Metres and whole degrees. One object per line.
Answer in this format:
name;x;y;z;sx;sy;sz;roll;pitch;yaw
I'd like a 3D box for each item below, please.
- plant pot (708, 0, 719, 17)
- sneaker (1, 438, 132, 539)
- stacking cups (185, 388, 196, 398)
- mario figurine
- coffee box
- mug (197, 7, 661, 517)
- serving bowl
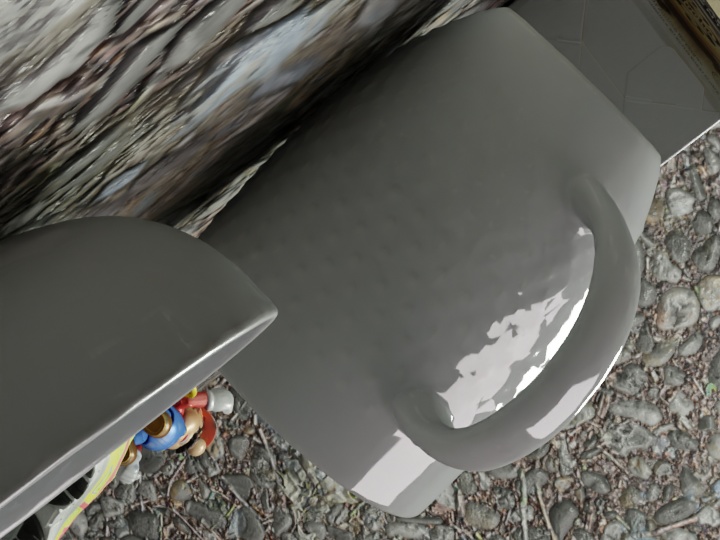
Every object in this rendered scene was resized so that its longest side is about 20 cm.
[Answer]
plant pot;0.464;-0.280;1.863;0.187;0.201;0.187;-37;179;-1
sneaker;-0.209;0.142;1.091;0.200;0.078;0.090;-39;180;39
stacking cups;-0.171;0.093;0.742;0.200;0.061;0.061;-37;179;-18
mario figurine;-0.216;0.191;1.841;0.122;0.107;0.200;-2;180;15
coffee box;0.152;-0.122;0.884;0.080;0.113;0.200;-38;180;22
mug;0.039;-0.001;0.629;0.175;0.147;0.200;-47;-147;8
serving bowl;-0.119;0.046;0.424;0.200;0.066;0.200;-38;178;-2
